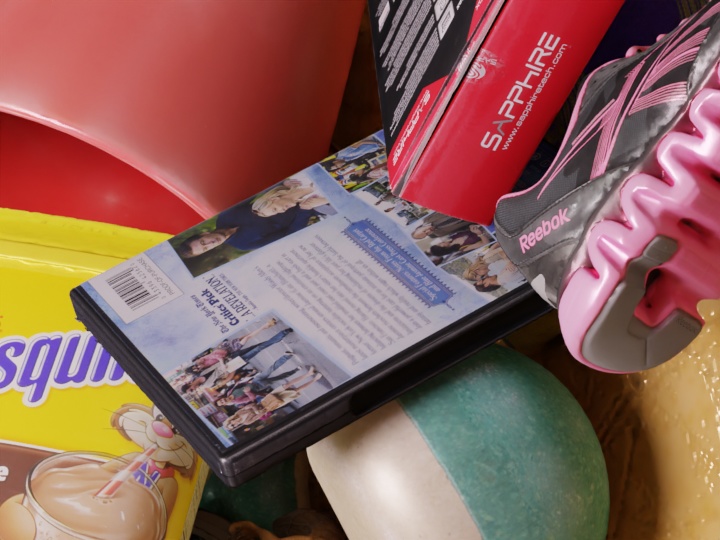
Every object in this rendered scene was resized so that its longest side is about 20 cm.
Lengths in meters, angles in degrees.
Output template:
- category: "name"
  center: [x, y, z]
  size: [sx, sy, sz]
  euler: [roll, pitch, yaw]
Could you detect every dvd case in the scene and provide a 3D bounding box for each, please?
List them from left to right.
- category: "dvd case"
  center: [0.000, 0.000, 0.836]
  size: [0.143, 0.199, 0.018]
  euler: [41, 152, 48]

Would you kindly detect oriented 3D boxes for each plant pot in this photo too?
- category: "plant pot"
  center: [-0.095, -0.089, 0.988]
  size: [0.200, 0.200, 0.178]
  euler: [-12, 46, 53]

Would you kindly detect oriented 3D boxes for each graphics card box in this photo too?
- category: "graphics card box"
  center: [0.051, -0.125, 0.866]
  size: [0.201, 0.051, 0.126]
  euler: [-98, 31, -55]

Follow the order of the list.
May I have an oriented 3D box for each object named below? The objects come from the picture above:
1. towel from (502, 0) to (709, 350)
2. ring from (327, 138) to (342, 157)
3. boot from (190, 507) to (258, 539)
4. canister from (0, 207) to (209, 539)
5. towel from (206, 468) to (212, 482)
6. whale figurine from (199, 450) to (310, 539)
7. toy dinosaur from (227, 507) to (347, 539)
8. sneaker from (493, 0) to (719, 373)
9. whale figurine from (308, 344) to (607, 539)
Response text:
- category: "towel"
  center: [0.104, -0.065, 0.866]
  size: [0.200, 0.023, 0.145]
  euler: [-35, 58, 47]
- category: "ring"
  center: [-0.080, 0.010, 1.046]
  size: [0.199, 0.019, 0.202]
  euler: [-16, 56, 25]
- category: "boot"
  center: [-0.060, 0.186, 0.920]
  size: [0.199, 0.150, 0.074]
  euler: [30, 123, 29]
- category: "canister"
  center: [-0.134, 0.082, 0.874]
  size: [0.087, 0.147, 0.201]
  euler: [90, -169, -53]
- category: "towel"
  center: [-0.152, 0.078, 0.982]
  size: [0.199, 0.149, 0.037]
  euler: [11, 138, 31]
- category: "whale figurine"
  center: [-0.103, 0.109, 1.065]
  size: [0.199, 0.103, 0.160]
  euler: [-9, 78, 52]
- category: "toy dinosaur"
  center: [-0.018, 0.148, 0.867]
  size: [0.200, 0.105, 0.061]
  euler: [-110, 34, -54]
- category: "sneaker"
  center: [0.120, -0.065, 0.761]
  size: [0.200, 0.079, 0.095]
  euler: [-52, 44, 6]
- category: "whale figurine"
  center: [0.035, 0.076, 0.879]
  size: [0.160, 0.103, 0.200]
  euler: [63, 174, -18]
